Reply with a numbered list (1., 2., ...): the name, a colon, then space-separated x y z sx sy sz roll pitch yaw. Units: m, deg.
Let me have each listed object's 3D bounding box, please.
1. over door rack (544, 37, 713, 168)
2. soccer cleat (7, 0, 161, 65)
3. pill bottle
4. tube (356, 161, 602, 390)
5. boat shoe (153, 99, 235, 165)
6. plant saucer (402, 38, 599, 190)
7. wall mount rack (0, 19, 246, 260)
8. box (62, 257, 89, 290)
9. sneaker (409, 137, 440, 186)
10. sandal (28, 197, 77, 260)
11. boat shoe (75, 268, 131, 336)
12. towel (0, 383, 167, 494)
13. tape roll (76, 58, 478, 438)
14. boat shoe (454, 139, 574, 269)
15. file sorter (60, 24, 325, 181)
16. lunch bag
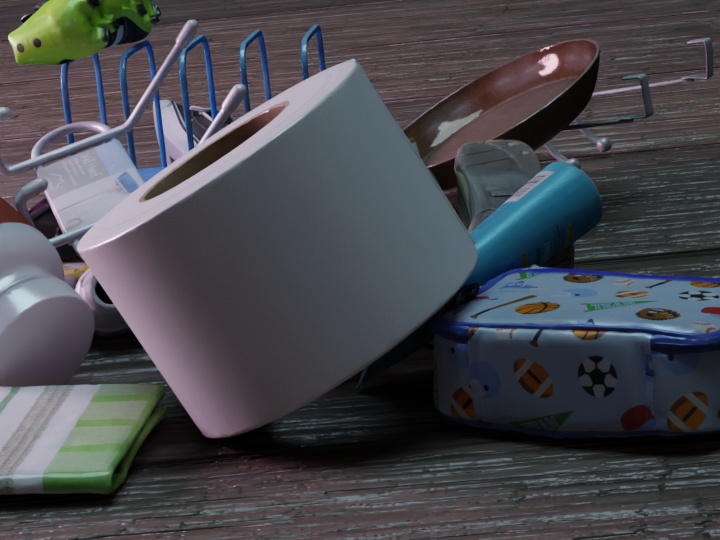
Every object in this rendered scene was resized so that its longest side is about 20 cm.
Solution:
1. over door rack: 0.189 -0.120 1.835 0.200 0.067 0.148 -19 7 35
2. soccer cleat: -0.210 -0.196 1.680 0.081 0.068 0.200 -16 10 15
3. pill bottle: -0.266 -0.001 1.442 0.112 0.112 0.200 -20 46 -40
4. tube: 0.072 0.001 1.389 0.050 0.078 0.200 40 57 20
5. boat shoe: -0.137 -0.110 1.938 0.068 0.074 0.199 -14 17 -12
6. plant saucer: 0.108 -0.118 1.745 0.200 0.035 0.200 -29 16 9
7. wall mount rack: -0.168 -0.091 1.536 0.173 0.075 0.200 -23 36 -9
8. box: -0.238 0.016 1.587 0.199 0.049 0.117 -16 18 -24
9. sneaker: 0.020 -0.020 1.578 0.067 0.090 0.200 -29 -8 -18
10. sandal: -0.220 -0.037 1.591 0.200 0.048 0.075 -6 15 2
11. boat shoe: -0.109 -0.021 1.536 0.200 0.074 0.065 -39 0 -19
12. towel: -0.226 0.106 1.305 0.199 0.031 0.149 -1 19 9
13. tape roll: -0.049 -0.014 1.307 0.202 0.139 0.203 -33 11 7
14. boat shoe: 0.104 -0.011 1.504 0.074 0.074 0.200 0 37 -1
15. file sorter: -0.124 -0.119 1.716 0.199 0.123 0.139 -5 12 6
16. lunch bag: 0.144 0.042 1.294 0.199 0.076 0.160 5 18 30
